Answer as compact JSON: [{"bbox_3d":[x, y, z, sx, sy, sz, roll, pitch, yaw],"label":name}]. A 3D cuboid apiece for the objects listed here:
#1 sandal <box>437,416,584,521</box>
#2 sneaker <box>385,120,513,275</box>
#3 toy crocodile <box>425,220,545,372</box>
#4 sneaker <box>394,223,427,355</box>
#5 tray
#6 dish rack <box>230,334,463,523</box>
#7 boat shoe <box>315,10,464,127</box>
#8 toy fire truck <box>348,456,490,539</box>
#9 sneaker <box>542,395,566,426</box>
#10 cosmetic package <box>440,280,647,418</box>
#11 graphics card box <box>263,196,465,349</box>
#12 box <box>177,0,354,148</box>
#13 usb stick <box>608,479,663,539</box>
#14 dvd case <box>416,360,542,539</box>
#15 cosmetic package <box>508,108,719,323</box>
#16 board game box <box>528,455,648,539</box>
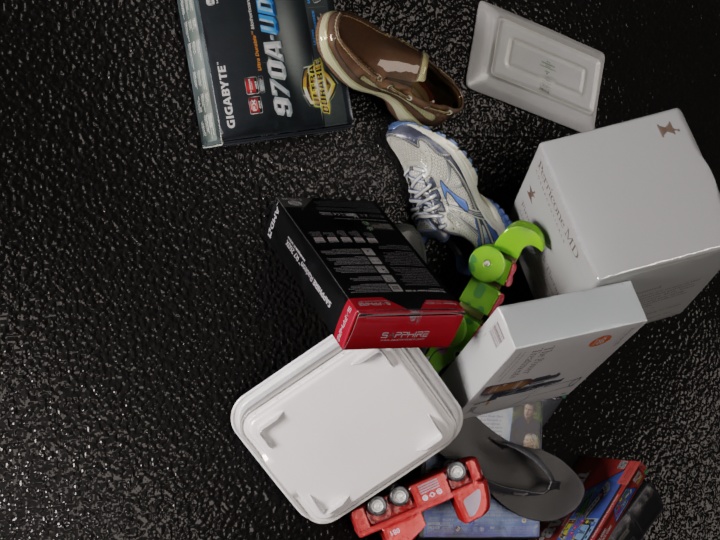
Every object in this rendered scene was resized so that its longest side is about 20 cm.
[{"bbox_3d":[0.155,0.213,1.348,0.200,0.043,0.076,29,80,-12],"label":"sandal"},{"bbox_3d":[0.088,-0.075,1.350,0.200,0.077,0.085,49,69,-21],"label":"sneaker"},{"bbox_3d":[0.125,0.033,1.322,0.062,0.068,0.200,31,96,6],"label":"toy crocodile"},{"bbox_3d":[0.046,0.049,1.306,0.074,0.085,0.201,10,83,-25],"label":"sneaker"},{"bbox_3d":[0.214,-0.238,1.466,0.200,0.022,0.108,15,81,-31],"label":"tray"},{"bbox_3d":[-0.010,0.155,1.240,0.200,0.044,0.172,-34,110,5],"label":"dish rack"},{"bbox_3d":[0.038,-0.214,1.290,0.202,0.075,0.075,27,63,-48],"label":"boat shoe"},{"bbox_3d":[0.054,0.291,1.294,0.200,0.049,0.141,-22,88,-8],"label":"toy fire truck"},{"bbox_3d":[0.233,0.098,1.425,0.074,0.087,0.200,37,69,-26],"label":"sneaker"},{"bbox_3d":[0.180,0.086,1.275,0.150,0.200,0.052,-12,67,-21],"label":"cosmetic package"},{"bbox_3d":[0.000,0.000,1.225,0.125,0.200,0.051,0,126,-32],"label":"graphics card box"},{"bbox_3d":[-0.097,-0.231,1.253,0.159,0.046,0.201,-11,95,-33],"label":"box"},{"bbox_3d":[0.297,0.334,1.489,0.200,0.033,0.056,-45,118,-26],"label":"usb stick"},{"bbox_3d":[0.132,0.195,1.375,0.142,0.018,0.201,3,87,-14],"label":"dvd case"},{"bbox_3d":[0.274,-0.041,1.341,0.166,0.200,0.168,-14,68,-11],"label":"cosmetic package"},{"bbox_3d":[0.239,0.296,1.412,0.019,0.103,0.200,46,65,-19],"label":"board game box"}]
